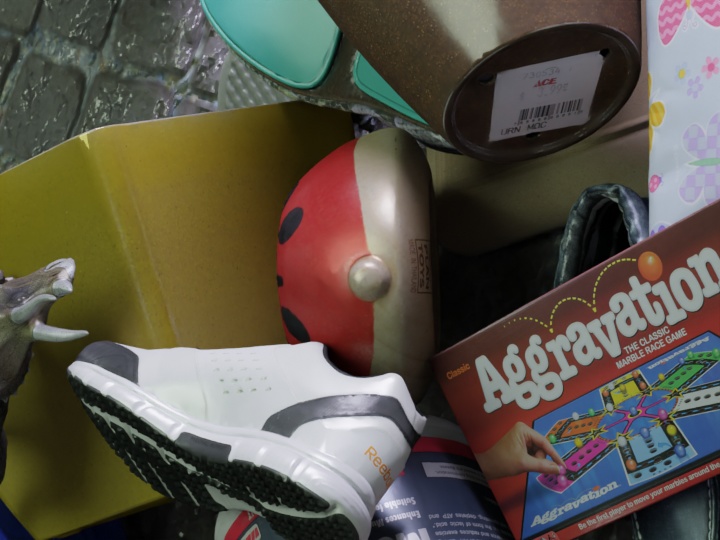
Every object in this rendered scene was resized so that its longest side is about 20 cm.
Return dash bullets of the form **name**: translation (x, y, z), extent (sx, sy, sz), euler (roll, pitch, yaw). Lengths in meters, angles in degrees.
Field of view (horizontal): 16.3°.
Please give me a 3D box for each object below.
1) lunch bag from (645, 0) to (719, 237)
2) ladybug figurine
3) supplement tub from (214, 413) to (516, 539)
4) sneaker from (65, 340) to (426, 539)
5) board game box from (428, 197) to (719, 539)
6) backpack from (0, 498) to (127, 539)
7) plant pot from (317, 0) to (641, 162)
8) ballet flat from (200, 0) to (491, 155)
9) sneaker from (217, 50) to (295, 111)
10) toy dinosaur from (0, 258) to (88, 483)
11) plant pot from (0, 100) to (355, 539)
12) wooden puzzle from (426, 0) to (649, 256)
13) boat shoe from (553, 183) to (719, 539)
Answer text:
- **lunch bag**: translation (0.223, -0.084, 1.059), extent (0.200, 0.127, 0.170), euler (-7, 77, 40)
- **ladybug figurine**: translation (0.000, 0.000, 1.199), extent (0.072, 0.200, 0.136), euler (-2, 88, 3)
- **supplement tub**: translation (0.022, 0.179, 1.160), extent (0.140, 0.140, 0.200), euler (-42, 50, 27)
- **sneaker**: translation (-0.052, 0.067, 1.141), extent (0.200, 0.074, 0.080), euler (18, 59, 40)
- **board game box**: translation (0.119, 0.046, 1.077), extent (0.200, 0.019, 0.103), euler (-32, 81, 44)
- **backpack**: translation (-0.220, 0.132, 1.397), extent (0.162, 0.168, 0.200), euler (-32, 60, 28)
- **plant pot**: translation (0.052, -0.154, 1.150), extent (0.187, 0.187, 0.200), euler (-41, 53, 29)
- **ballet flat**: translation (0.004, -0.109, 1.274), extent (0.200, 0.072, 0.072), euler (29, 98, 32)
- **sneaker**: translation (-0.017, -0.142, 1.361), extent (0.078, 0.079, 0.200), euler (29, 125, 13)
- **toy dinosaur**: translation (-0.193, 0.065, 1.200), extent (0.102, 0.077, 0.200), euler (-110, 34, -54)
- **plant pot**: translation (-0.109, 0.031, 1.305), extent (0.200, 0.200, 0.177), euler (-23, 83, 39)
- **wooden puzzle**: translation (0.106, -0.122, 1.257), extent (0.185, 0.037, 0.200), euler (-19, 69, 41)
- **boat shoe**: translation (0.129, 0.062, 1.127), extent (0.071, 0.091, 0.200), euler (-19, 64, 40)
